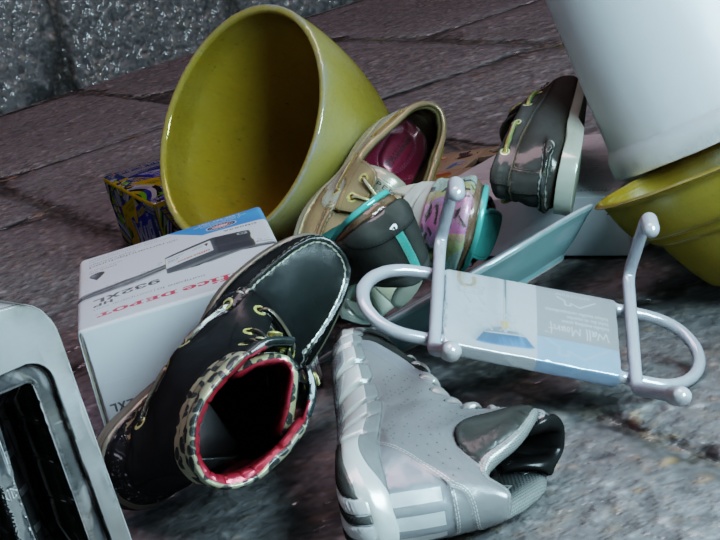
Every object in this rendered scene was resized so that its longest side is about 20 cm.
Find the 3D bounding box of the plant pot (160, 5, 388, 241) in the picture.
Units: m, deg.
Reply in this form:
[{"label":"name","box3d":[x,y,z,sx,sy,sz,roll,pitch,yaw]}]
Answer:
[{"label":"plant pot","box3d":[-0.051,-0.105,1.395,0.200,0.201,0.142,1,-11,46]}]

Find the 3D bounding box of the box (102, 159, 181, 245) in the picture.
[{"label":"box","box3d":[-0.179,-0.053,1.540,0.064,0.070,0.200,-22,16,-16]}]

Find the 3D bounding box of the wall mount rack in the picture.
[{"label":"wall mount rack","box3d":[0.098,0.025,0.882,0.199,0.075,0.174,10,37,-3]}]

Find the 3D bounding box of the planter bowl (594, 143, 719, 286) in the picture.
[{"label":"planter bowl","box3d":[0.252,-0.042,1.027,0.200,0.084,0.200,-24,3,1]}]

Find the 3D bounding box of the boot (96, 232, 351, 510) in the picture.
[{"label":"boot","box3d":[-0.051,0.050,0.915,0.204,0.074,0.154,-48,13,-24]}]

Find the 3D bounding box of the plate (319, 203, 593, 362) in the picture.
[{"label":"plate","box3d":[0.065,0.016,1.057,0.200,0.026,0.200,-29,-2,-1]}]

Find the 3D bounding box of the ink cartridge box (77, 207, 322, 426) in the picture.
[{"label":"ink cartridge box","box3d":[-0.116,0.032,1.148,0.145,0.084,0.200,-16,16,-5]}]

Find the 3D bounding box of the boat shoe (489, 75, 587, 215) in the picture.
[{"label":"boat shoe","box3d":[0.130,-0.098,1.196,0.060,0.072,0.201,7,23,6]}]

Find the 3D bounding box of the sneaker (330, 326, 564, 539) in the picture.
[{"label":"sneaker","box3d":[0.046,0.084,0.859,0.115,0.075,0.200,-8,24,2]}]

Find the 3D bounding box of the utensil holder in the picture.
[{"label":"utensil holder","box3d":[0.213,-0.186,1.129,0.169,0.201,0.170,-24,3,1]}]

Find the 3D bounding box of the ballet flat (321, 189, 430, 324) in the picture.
[{"label":"ballet flat","box3d":[0.000,0.000,1.081,0.068,0.068,0.200,-37,2,-12]}]

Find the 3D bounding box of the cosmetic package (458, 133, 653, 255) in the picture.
[{"label":"cosmetic package","box3d":[0.162,-0.060,1.272,0.200,0.052,0.151,1,21,45]}]

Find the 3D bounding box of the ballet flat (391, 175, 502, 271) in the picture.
[{"label":"ballet flat","box3d":[0.055,-0.034,1.129,0.071,0.069,0.200,17,3,7]}]

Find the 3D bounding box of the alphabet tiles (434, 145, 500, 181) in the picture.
[{"label":"alphabet tiles","box3d":[0.060,-0.083,1.542,0.199,0.008,0.167,-7,17,29]}]

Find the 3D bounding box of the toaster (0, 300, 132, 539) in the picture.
[{"label":"toaster","box3d":[-0.214,0.108,0.759,0.180,0.201,0.119,-24,13,-32]}]

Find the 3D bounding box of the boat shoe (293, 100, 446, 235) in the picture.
[{"label":"boat shoe","box3d":[0.009,-0.055,1.243,0.066,0.074,0.200,-40,20,51]}]
